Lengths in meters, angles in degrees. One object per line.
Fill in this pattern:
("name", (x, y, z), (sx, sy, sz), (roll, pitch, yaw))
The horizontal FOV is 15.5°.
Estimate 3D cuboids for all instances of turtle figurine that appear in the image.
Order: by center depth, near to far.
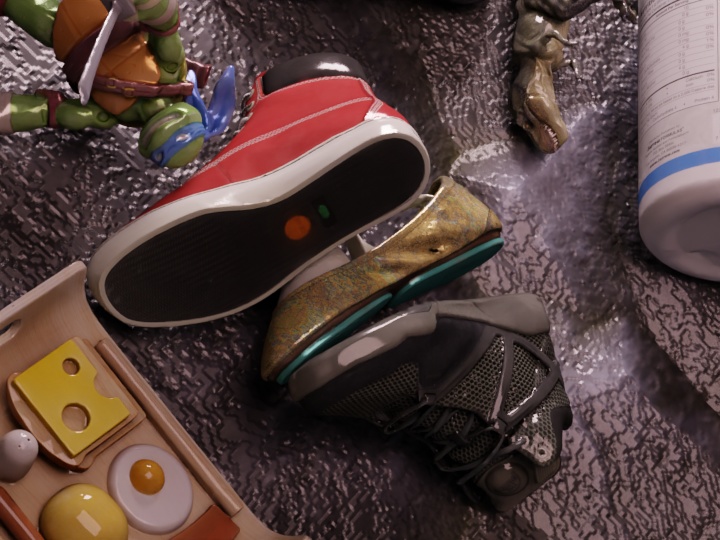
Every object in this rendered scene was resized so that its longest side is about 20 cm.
("turtle figurine", (-0.173, -0.136, 1.432), (0.200, 0.144, 0.194), (-22, 71, -30))

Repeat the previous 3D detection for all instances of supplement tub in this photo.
("supplement tub", (0.237, -0.106, 1.634), (0.132, 0.132, 0.200), (15, 61, -20))

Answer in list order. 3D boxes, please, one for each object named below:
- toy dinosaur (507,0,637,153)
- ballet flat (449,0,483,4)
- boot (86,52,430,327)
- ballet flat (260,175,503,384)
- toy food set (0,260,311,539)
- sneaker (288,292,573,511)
("toy dinosaur", (0.131, -0.174, 1.642), (0.047, 0.088, 0.200), (38, 46, -50))
("ballet flat", (0.006, -0.205, 1.602), (0.200, 0.073, 0.073), (5, 65, -25))
("boot", (-0.073, -0.051, 1.498), (0.200, 0.072, 0.144), (-27, 35, -6))
("ballet flat", (0.000, 0.000, 1.505), (0.200, 0.071, 0.071), (-30, 83, -40))
("toy food set", (-0.137, 0.106, 1.386), (0.143, 0.060, 0.200), (-37, 87, -34))
("sneaker", (0.050, 0.077, 1.468), (0.199, 0.076, 0.114), (-4, 67, -51))
